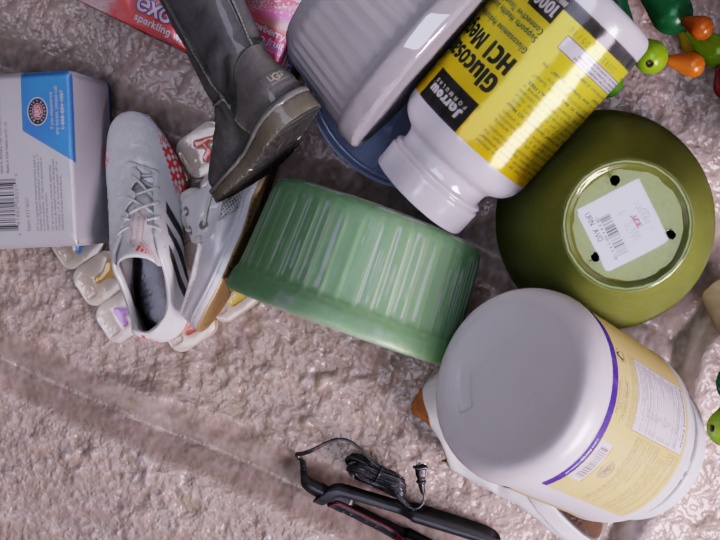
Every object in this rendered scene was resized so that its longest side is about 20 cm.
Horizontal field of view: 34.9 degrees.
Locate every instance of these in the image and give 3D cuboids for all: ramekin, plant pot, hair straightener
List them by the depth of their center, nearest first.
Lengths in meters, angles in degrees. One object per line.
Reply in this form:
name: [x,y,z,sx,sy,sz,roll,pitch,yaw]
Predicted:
ramekin: [0.030,-0.198,0.853,0.094,0.202,0.203,43,98,1]
plant pot: [0.196,-0.036,0.888,0.185,0.200,0.190,1,94,7]
ramekin: [0.000,0.000,0.922,0.198,0.200,0.099,19,88,6]
hair straightener: [0.034,0.197,1.011,0.198,0.041,0.078,25,96,10]

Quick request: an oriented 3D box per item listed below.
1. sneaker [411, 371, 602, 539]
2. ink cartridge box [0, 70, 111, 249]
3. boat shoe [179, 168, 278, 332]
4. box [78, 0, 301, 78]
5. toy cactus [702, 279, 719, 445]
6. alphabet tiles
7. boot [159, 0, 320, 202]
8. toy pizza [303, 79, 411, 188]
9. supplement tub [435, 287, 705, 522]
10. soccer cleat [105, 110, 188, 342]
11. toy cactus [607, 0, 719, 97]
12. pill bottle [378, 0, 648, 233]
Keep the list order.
sneaker: [0.125,0.164,0.989,0.200,0.073,0.084,48,132,-6]
ink cartridge box: [-0.324,-0.092,1.004,0.197,0.084,0.148,-1,93,13]
boat shoe: [-0.123,-0.049,0.984,0.069,0.071,0.202,19,82,2]
box: [-0.135,-0.234,0.971,0.198,0.095,0.104,27,96,5]
toy cactus: [0.335,0.073,0.912,0.198,0.103,0.166,-23,61,-19]
alphabet tiles: [-0.178,-0.033,1.031,0.194,0.015,0.201,-33,89,8]
boot: [-0.120,-0.170,0.880,0.072,0.182,0.201,-34,86,-36]
toy pizza: [0.049,-0.168,0.969,0.197,0.032,0.203,0,92,-9]
supplement tub: [0.167,0.110,0.877,0.144,0.199,0.147,-19,58,34]
soccer cleat: [-0.185,-0.037,0.981,0.068,0.085,0.203,-6,93,8]
toy cactus: [0.212,-0.214,0.940,0.197,0.102,0.167,6,74,7]
pill bottle: [0.108,-0.129,0.852,0.112,0.112,0.200,42,104,3]
